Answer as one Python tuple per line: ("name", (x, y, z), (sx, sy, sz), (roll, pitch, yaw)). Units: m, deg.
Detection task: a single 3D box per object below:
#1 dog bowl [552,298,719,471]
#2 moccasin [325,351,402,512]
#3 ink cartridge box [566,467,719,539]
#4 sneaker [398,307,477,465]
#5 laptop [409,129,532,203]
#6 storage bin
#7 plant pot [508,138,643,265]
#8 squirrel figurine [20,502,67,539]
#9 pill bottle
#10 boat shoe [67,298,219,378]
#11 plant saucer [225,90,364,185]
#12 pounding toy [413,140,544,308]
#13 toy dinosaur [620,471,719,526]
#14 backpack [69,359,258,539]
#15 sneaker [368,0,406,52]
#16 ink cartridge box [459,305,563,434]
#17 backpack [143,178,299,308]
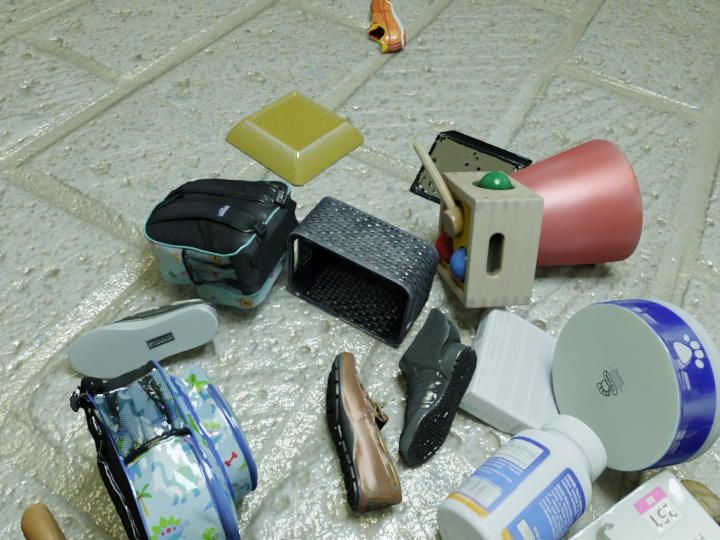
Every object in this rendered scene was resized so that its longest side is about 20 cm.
("dog bowl", (0.330, 0.136, 0.738), (0.078, 0.201, 0.202), (-1, 48, -24))
("moccasin", (0.005, 0.192, 0.754), (0.077, 0.074, 0.203), (-2, 46, -21))
("ink cartridge box", (0.313, 0.343, 0.646), (0.198, 0.044, 0.174), (-30, 56, -10))
("sneaker", (0.087, 0.150, 0.807), (0.104, 0.060, 0.201), (14, 70, 54))
("laptop", (0.215, -0.182, 1.148), (0.175, 0.103, 0.202), (24, 76, 15))
("storage bin", (0.000, 0.000, 0.877), (0.198, 0.136, 0.094), (27, 51, 16))
("plant pot", (0.320, -0.096, 0.979), (0.175, 0.202, 0.202), (-13, 51, -5))
("squirrel figurine", (-0.314, 0.355, 0.534), (0.185, 0.143, 0.200), (-32, 56, -22))
("pill bottle", (0.191, 0.256, 0.694), (0.199, 0.113, 0.112), (-29, 58, -29))
("boat shoe", (-0.288, 0.089, 0.820), (0.197, 0.072, 0.064), (-14, 19, -8))
("plant saucer", (-0.123, -0.269, 1.158), (0.199, 0.049, 0.200), (34, 53, 22))
("pounding toy", (0.162, -0.075, 0.899), (0.140, 0.203, 0.184), (-3, 23, -9))
("toy dinosaur", (0.410, 0.295, 0.738), (0.197, 0.059, 0.102), (7, 33, -5))
("backpack", (-0.190, 0.211, 0.641), (0.145, 0.184, 0.201), (-22, 60, -23))
("sneaker", (0.049, -0.596, 1.451), (0.076, 0.074, 0.202), (-14, 48, -5))
("ink cartridge box", (0.244, 0.160, 0.842), (0.198, 0.050, 0.162), (31, 50, -4))
("backpack", (-0.202, -0.047, 0.878), (0.197, 0.155, 0.177), (13, 49, 16))
